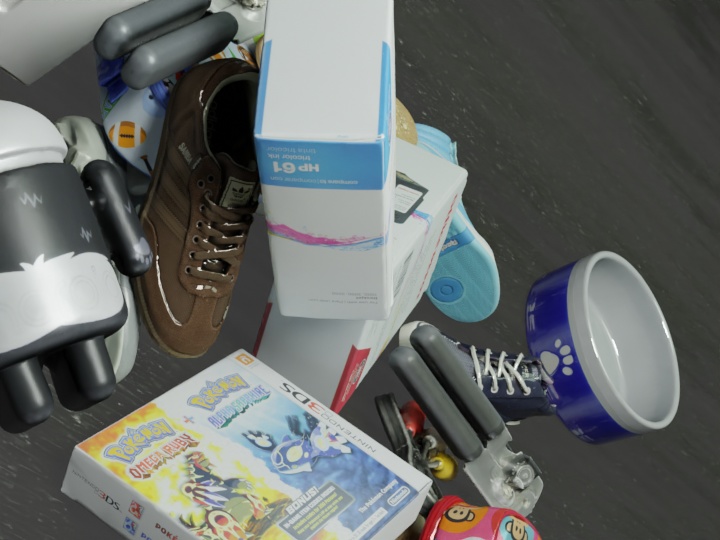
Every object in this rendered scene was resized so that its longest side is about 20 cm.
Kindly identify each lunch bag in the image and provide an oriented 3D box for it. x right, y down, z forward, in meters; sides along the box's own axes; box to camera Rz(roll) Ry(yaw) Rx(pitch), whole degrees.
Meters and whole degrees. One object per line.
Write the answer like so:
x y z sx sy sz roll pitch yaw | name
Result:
-0.133 -0.134 1.053 0.160 0.075 0.201 37 23 -41 | lunch bag
0.090 0.284 1.061 0.200 0.081 0.177 55 49 -50 | lunch bag

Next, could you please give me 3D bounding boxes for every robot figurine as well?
-0.218 -0.004 0.859 0.150 0.124 0.201 -15 83 -67 | robot figurine

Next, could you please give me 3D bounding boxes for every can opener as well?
0.086 0.132 1.187 0.053 0.067 0.200 -42 110 -18 | can opener
-0.116 -0.163 0.963 0.053 0.066 0.200 44 29 2 | can opener

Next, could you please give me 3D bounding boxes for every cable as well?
0.049 0.143 1.148 0.097 0.050 0.200 59 1 0 | cable

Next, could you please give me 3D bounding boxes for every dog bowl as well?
0.265 0.085 1.522 0.200 0.078 0.201 31 48 -42 | dog bowl

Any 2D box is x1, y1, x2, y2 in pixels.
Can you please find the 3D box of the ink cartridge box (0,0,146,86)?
-0.202 -0.249 1.001 0.083 0.146 0.201 39 44 -31 | ink cartridge box

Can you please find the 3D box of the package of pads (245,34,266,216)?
-0.056 -0.148 1.218 0.154 0.068 0.201 -7 76 -56 | package of pads

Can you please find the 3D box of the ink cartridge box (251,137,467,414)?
0.000 0.000 1.130 0.082 0.146 0.200 25 35 10 | ink cartridge box

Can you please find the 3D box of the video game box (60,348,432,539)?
-0.072 0.147 0.957 0.182 0.047 0.200 31 29 18 | video game box

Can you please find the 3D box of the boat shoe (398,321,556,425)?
0.109 0.089 1.250 0.200 0.092 0.075 40 40 -58 | boat shoe

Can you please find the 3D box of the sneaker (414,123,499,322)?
0.082 -0.056 1.353 0.131 0.079 0.201 -80 147 -55 | sneaker

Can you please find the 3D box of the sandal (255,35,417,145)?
0.003 -0.161 1.178 0.211 0.069 0.078 26 49 -51 | sandal

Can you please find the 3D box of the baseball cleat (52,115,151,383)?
-0.166 -0.015 0.984 0.106 0.069 0.201 11 63 -51 | baseball cleat

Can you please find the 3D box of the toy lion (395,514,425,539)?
-0.007 0.273 1.053 0.199 0.068 0.193 10 71 -52 | toy lion

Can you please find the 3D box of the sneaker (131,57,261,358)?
-0.102 -0.043 0.920 0.070 0.075 0.202 7 83 -34 | sneaker

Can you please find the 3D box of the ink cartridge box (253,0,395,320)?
-0.018 -0.079 0.934 0.201 0.084 0.145 85 7 -55 | ink cartridge box
